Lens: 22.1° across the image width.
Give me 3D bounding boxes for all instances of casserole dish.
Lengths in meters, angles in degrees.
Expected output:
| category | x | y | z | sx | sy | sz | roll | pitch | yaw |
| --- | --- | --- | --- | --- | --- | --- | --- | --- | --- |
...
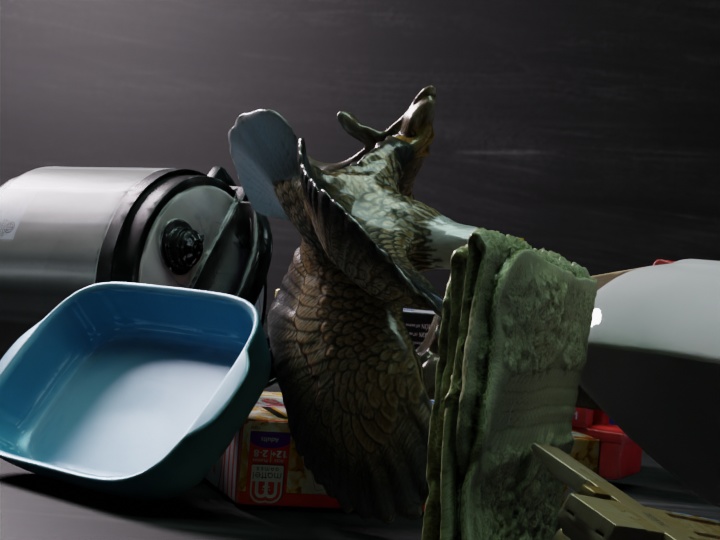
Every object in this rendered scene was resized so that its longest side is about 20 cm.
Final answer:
| category | x | y | z | sx | sy | sz | roll | pitch | yaw |
| --- | --- | --- | --- | --- | --- | --- | --- | --- | --- |
| casserole dish | -0.121 | 0.065 | 0.962 | 0.199 | 0.121 | 0.039 | 5 | -38 | 47 |

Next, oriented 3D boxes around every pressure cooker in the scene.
| category | x | y | z | sx | sy | sz | roll | pitch | yaw |
| --- | --- | --- | --- | --- | --- | --- | --- | --- | --- |
| pressure cooker | -0.159 | 0.015 | 1.291 | 0.199 | 0.177 | 0.178 | 1 | 3 | 31 |

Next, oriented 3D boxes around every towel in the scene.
| category | x | y | z | sx | sy | sz | roll | pitch | yaw |
| --- | --- | --- | --- | --- | --- | --- | --- | --- | --- |
| towel | 0.066 | 0.061 | 0.795 | 0.036 | 0.150 | 0.200 | 7 | -1 | 16 |

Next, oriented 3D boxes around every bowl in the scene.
| category | x | y | z | sx | sy | sz | roll | pitch | yaw |
| --- | --- | --- | --- | --- | --- | --- | --- | --- | --- |
| bowl | 0.218 | 0.064 | 0.906 | 0.199 | 0.075 | 0.200 | 8 | -28 | 50 |

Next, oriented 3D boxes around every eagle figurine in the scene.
| category | x | y | z | sx | sy | sz | roll | pitch | yaw |
| --- | --- | --- | --- | --- | --- | --- | --- | --- | --- |
| eagle figurine | 0.007 | -0.002 | 0.906 | 0.150 | 0.201 | 0.152 | -26 | -59 | 30 |

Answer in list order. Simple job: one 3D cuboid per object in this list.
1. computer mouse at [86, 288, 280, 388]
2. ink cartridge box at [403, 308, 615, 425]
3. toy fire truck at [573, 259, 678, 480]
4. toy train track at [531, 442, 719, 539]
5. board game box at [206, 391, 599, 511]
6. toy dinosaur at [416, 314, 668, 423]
| category | x | y | z | sx | sy | sz | roll | pitch | yaw |
| --- | --- | --- | --- | --- | --- | --- | --- | --- | --- |
| computer mouse | -0.092 | 0.038 | 1.060 | 0.199 | 0.046 | 0.140 | -21 | 14 | 37 |
| ink cartridge box | 0.084 | 0.077 | 1.250 | 0.198 | 0.095 | 0.044 | 4 | 1 | -10 |
| toy fire truck | 0.132 | 0.059 | 1.161 | 0.199 | 0.142 | 0.049 | 6 | 1 | 27 |
| toy train track | 0.131 | 0.119 | 0.764 | 0.114 | 0.033 | 0.200 | 34 | 9 | 34 |
| board game box | 0.012 | 0.100 | 1.030 | 0.198 | 0.047 | 0.151 | 4 | 2 | -16 |
| toy dinosaur | 0.109 | 0.048 | 1.013 | 0.199 | 0.078 | 0.102 | 2 | 10 | -27 |
